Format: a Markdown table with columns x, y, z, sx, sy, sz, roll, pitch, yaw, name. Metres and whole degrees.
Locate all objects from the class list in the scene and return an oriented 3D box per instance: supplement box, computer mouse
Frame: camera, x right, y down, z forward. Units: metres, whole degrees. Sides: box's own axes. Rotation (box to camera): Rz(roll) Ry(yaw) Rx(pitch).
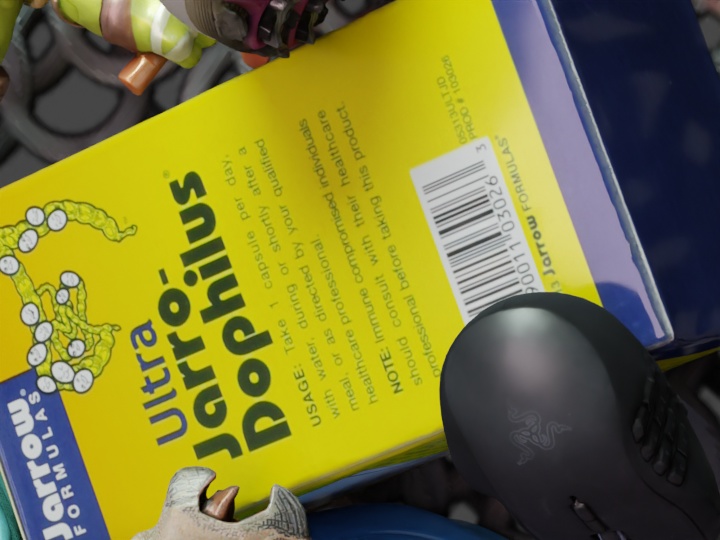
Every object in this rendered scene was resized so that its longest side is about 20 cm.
| x | y | z | sx | sy | sz | roll | pitch | yaw | name |
| --- | --- | --- | --- | --- | --- | --- | --- | --- | --- |
| 0.000 | 0.000 | 0.779 | 0.199 | 0.109 | 0.110 | -23 | 83 | 25 | supplement box |
| 0.075 | 0.081 | 0.720 | 0.058 | 0.034 | 0.200 | -18 | 129 | 21 | computer mouse |

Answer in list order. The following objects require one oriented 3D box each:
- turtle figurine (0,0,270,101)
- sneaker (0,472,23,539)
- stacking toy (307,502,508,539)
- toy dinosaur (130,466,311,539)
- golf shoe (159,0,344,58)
| x | y | z | sx | sy | sz | roll | pitch | yaw | name |
| --- | --- | --- | --- | --- | --- | --- | --- | --- | --- |
| -0.098 | -0.089 | 0.823 | 0.161 | 0.064 | 0.200 | -52 | 47 | 29 | turtle figurine |
| -0.163 | 0.027 | 0.831 | 0.077 | 0.080 | 0.200 | -41 | 111 | 16 | sneaker |
| -0.006 | 0.175 | 0.806 | 0.116 | 0.109 | 0.201 | 32 | 117 | 36 | stacking toy |
| -0.093 | 0.133 | 0.755 | 0.135 | 0.086 | 0.200 | 22 | 135 | 1 | toy dinosaur |
| -0.033 | -0.116 | 0.737 | 0.092 | 0.200 | 0.073 | 19 | 118 | 2 | golf shoe |
